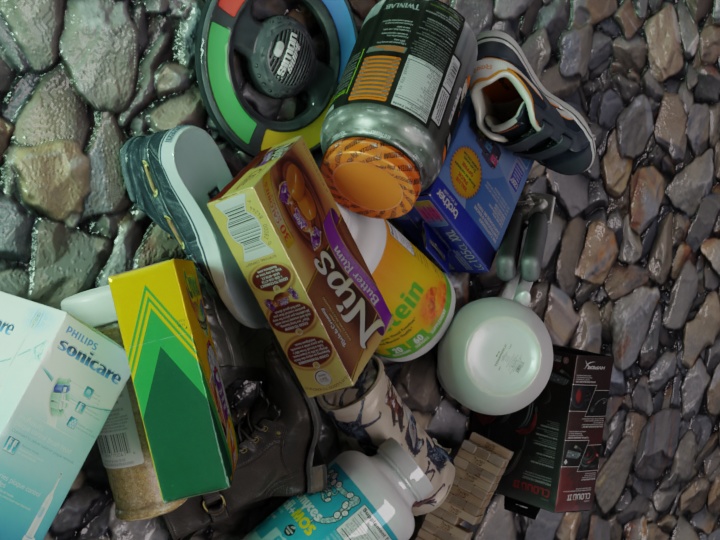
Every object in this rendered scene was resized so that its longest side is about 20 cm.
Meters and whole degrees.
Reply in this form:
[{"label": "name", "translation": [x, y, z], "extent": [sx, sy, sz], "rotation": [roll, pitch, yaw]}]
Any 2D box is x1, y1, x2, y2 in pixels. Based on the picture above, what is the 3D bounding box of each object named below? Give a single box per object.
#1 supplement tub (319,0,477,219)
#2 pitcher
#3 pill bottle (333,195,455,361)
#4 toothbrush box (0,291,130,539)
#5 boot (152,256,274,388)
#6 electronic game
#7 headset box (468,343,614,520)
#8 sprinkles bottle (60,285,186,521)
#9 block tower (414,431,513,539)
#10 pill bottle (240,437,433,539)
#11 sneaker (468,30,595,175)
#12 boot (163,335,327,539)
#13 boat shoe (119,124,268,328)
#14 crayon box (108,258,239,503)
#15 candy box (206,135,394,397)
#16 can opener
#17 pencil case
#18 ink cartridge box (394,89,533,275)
[{"label": "supplement tub", "translation": [0.034, -0.157, 1.231], "extent": [0.123, 0.122, 0.202], "rotation": [48, 50, -37]}, {"label": "pitcher", "translation": [0.151, 0.068, 1.376], "extent": [0.120, 0.200, 0.173], "rotation": [25, 87, 0]}, {"label": "pill bottle", "translation": [0.000, 0.000, 1.294], "extent": [0.200, 0.110, 0.112], "rotation": [40, 70, -40]}, {"label": "toothbrush box", "translation": [-0.289, 0.126, 1.021], "extent": [0.085, 0.146, 0.201], "rotation": [40, 71, -40]}, {"label": "boot", "translation": [-0.115, 0.041, 1.229], "extent": [0.199, 0.067, 0.132], "rotation": [-8, 97, -43]}, {"label": "electronic game", "translation": [-0.076, -0.206, 1.234], "extent": [0.199, 0.041, 0.203], "rotation": [-10, 104, -42]}, {"label": "headset box", "translation": [0.204, 0.186, 1.493], "extent": [0.074, 0.148, 0.203], "rotation": [6, 94, -42]}, {"label": "sprinkles bottle", "translation": [-0.207, 0.115, 1.124], "extent": [0.068, 0.068, 0.202], "rotation": [-18, 98, -40]}, {"label": "block tower", "translation": [0.104, 0.284, 1.448], "extent": [0.202, 0.054, 0.058], "rotation": [-64, 165, -1]}, {"label": "pill bottle", "translation": [-0.022, 0.259, 1.285], "extent": [0.200, 0.111, 0.111], "rotation": [-40, 124, -10]}, {"label": "sneaker", "translation": [0.175, -0.154, 1.344], "extent": [0.200, 0.078, 0.080], "rotation": [43, 43, -28]}, {"label": "boot", "translation": [-0.124, 0.166, 1.191], "extent": [0.172, 0.069, 0.202], "rotation": [-15, 123, -11]}, {"label": "boat shoe", "translation": [-0.143, -0.040, 1.162], "extent": [0.071, 0.090, 0.202], "rotation": [-40, 118, -36]}, {"label": "crayon box", "translation": [-0.145, 0.081, 1.034], "extent": [0.058, 0.200, 0.175], "rotation": [-13, 91, -4]}, {"label": "candy box", "translation": [-0.050, -0.003, 1.142], "extent": [0.201, 0.056, 0.117], "rotation": [63, 31, -16]}, {"label": "can opener", "translation": [0.188, -0.031, 1.449], "extent": [0.201, 0.053, 0.068], "rotation": [-67, 155, -58]}, {"label": "pencil case", "translation": [0.029, 0.171, 1.375], "extent": [0.201, 0.077, 0.090], "rotation": [56, 40, -34]}, {"label": "ink cartridge box", "translation": [0.103, -0.091, 1.379], "extent": [0.137, 0.076, 0.201], "rotation": [47, 58, -38]}]
